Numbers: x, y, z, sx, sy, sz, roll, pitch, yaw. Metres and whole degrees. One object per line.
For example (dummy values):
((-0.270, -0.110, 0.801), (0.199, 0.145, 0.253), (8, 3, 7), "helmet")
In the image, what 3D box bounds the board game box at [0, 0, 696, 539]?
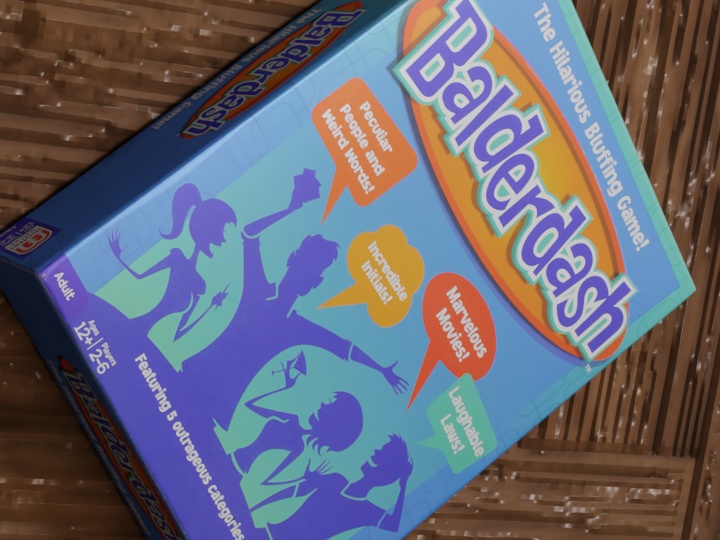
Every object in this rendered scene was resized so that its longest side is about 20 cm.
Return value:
((0.000, 0.000, 0.833), (0.200, 0.045, 0.153), (-39, 119, -21), "board game box")
